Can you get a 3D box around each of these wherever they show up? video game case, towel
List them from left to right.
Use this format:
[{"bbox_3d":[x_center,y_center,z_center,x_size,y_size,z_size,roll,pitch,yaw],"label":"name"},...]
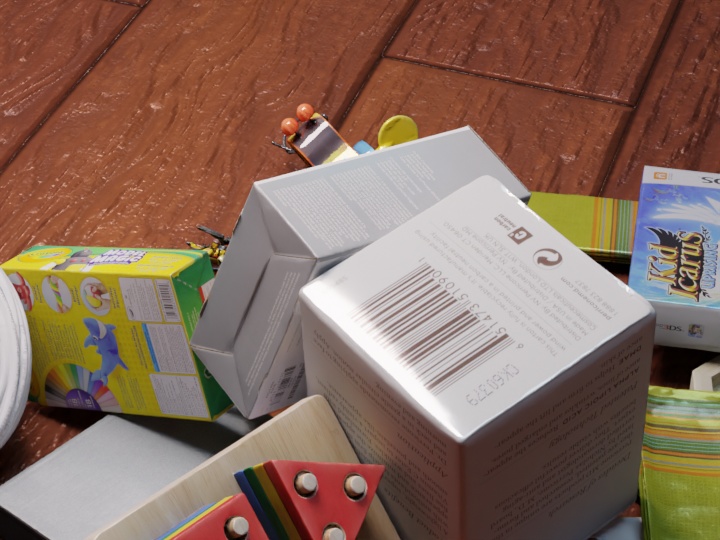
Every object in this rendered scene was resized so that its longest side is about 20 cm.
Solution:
[{"bbox_3d":[0.169,-0.036,1.780,0.198,0.018,0.086,6,33,6],"label":"towel"},{"bbox_3d":[0.232,0.158,1.436,0.085,0.018,0.201,2,45,0],"label":"towel"},{"bbox_3d":[0.303,-0.006,1.671,0.180,0.046,0.200,6,34,8],"label":"video game case"}]

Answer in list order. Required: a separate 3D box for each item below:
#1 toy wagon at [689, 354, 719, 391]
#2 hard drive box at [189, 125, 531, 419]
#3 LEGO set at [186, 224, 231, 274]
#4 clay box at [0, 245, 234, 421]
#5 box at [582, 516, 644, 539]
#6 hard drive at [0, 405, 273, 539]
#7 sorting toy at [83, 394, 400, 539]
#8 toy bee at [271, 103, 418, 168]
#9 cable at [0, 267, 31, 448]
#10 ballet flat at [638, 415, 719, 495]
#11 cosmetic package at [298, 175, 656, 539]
[{"bbox_3d":[0.336,0.120,1.567,0.155,0.040,0.200,-25,45,-32],"label":"toy wagon"},{"bbox_3d":[0.000,0.000,1.452,0.199,0.156,0.077,-16,54,-40],"label":"hard drive box"},{"bbox_3d":[-0.086,0.014,1.584,0.199,0.117,0.153,23,9,36],"label":"LEGO set"},{"bbox_3d":[-0.182,0.042,1.531,0.199,0.116,0.048,3,27,38],"label":"clay box"},{"bbox_3d":[0.198,0.217,1.424,0.198,0.042,0.119,2,36,-4],"label":"box"},{"bbox_3d":[-0.144,0.151,1.500,0.139,0.033,0.200,27,42,31],"label":"hard drive"},{"bbox_3d":[-0.037,0.202,1.299,0.198,0.201,0.069,-31,4,-37],"label":"sorting toy"},{"bbox_3d":[-0.025,-0.082,1.760,0.199,0.109,0.132,19,73,32],"label":"toy bee"},{"bbox_3d":[-0.331,0.062,1.495,0.199,0.069,0.201,-18,82,-7],"label":"cable"},{"bbox_3d":[0.200,0.122,1.540,0.199,0.068,0.064,27,12,26],"label":"ballet flat"},{"bbox_3d":[0.075,0.085,1.386,0.164,0.201,0.165,-32,54,-24],"label":"cosmetic package"}]
